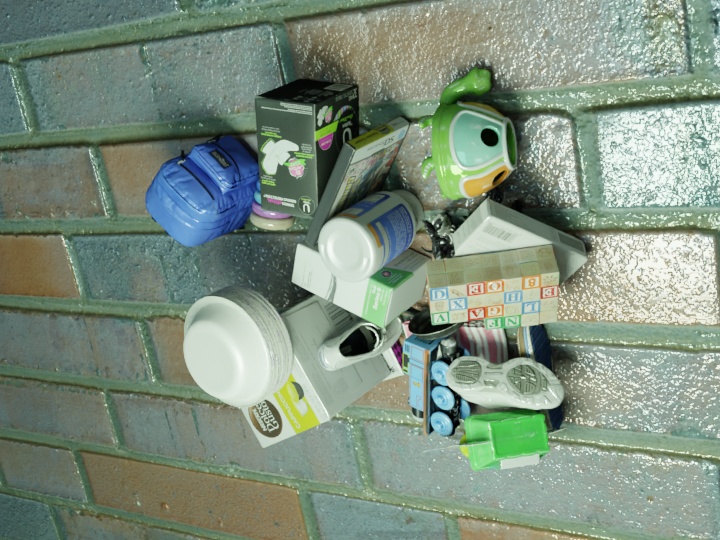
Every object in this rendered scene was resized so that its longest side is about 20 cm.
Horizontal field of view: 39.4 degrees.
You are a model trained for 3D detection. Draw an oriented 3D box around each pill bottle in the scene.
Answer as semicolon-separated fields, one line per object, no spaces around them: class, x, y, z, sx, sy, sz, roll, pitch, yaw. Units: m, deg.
pill bottle;0.025;-0.066;1.674;0.111;0.200;0.113;14;117;28

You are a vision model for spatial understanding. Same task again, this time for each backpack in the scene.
backpack;-0.292;-0.153;1.850;0.162;0.200;0.169;41;128;12

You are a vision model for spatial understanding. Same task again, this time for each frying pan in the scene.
frying pan;0.107;0.089;1.745;0.188;0.115;0.031;-8;115;37

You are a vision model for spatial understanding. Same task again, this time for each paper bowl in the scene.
paper bowl;-0.219;0.135;1.694;0.199;0.104;0.203;14;115;32

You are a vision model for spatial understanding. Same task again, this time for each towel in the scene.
towel;0.172;0.159;1.786;0.198;0.030;0.148;2;112;33

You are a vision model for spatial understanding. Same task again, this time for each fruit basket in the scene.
fruit basket;0.224;0.291;1.677;0.200;0.183;0.095;135;128;-63

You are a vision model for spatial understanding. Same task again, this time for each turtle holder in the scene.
turtle holder;0.175;-0.204;1.569;0.130;0.187;0.141;-6;142;24

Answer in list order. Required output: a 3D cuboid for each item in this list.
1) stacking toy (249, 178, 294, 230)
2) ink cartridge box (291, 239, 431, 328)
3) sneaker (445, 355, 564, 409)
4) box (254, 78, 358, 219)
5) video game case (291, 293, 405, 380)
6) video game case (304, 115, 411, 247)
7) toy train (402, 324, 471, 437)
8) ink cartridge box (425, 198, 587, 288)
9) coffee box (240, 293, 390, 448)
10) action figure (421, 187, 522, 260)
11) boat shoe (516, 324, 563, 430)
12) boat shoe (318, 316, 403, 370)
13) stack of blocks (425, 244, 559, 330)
stacking toy;-0.155;-0.181;1.828;0.085;0.085;0.202;17;114;27
ink cartridge box;0.000;0.000;1.755;0.198;0.146;0.085;25;124;22
sneaker;0.245;0.193;1.653;0.198;0.079;0.100;9;152;29
box;-0.087;-0.209;1.719;0.123;0.148;0.202;13;117;27
video game case;-0.019;0.123;1.895;0.180;0.036;0.202;-22;97;39
video game case;-0.004;-0.149;1.668;0.025;0.180;0.201;36;126;16
toy train;0.133;0.198;1.767;0.113;0.086;0.202;21;126;34
ink cartridge box;0.227;-0.010;1.587;0.198;0.045;0.176;21;131;-25
coffee box;-0.109;0.170;1.825;0.197;0.199;0.201;-28;92;40
action figure;0.168;-0.058;1.647;0.119;0.102;0.200;46;128;-7
boat shoe;0.283;0.180;1.693;0.072;0.072;0.202;-2;109;36
boat shoe;0.016;0.121;1.761;0.065;0.199;0.074;-26;93;48
stack of blocks;0.203;0.033;1.555;0.197;0.059;0.116;-7;137;2
